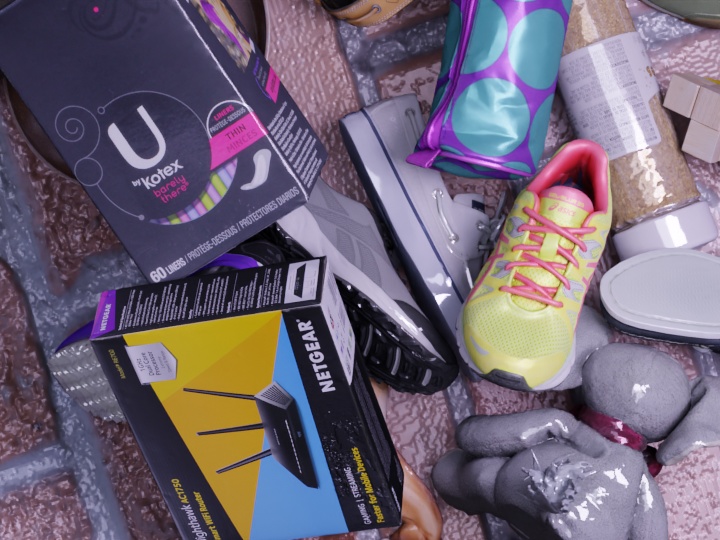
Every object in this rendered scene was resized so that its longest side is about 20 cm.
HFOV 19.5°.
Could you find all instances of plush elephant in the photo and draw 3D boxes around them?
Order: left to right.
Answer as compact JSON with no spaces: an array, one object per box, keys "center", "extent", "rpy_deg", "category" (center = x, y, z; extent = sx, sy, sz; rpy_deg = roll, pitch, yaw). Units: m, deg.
[{"center":[0.155,0.111,1.359],"extent":[0.165,0.200,0.155],"rpy_deg":[37,72,11],"category":"plush elephant"}]

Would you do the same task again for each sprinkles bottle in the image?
[{"center":[0.174,-0.102,1.402],"extent":[0.068,0.068,0.200],"rpy_deg":[-21,87,3],"category":"sprinkles bottle"}]

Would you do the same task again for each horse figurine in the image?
[{"center":[-0.022,0.104,1.418],"extent":[0.132,0.050,0.201],"rpy_deg":[-9,90,9],"category":"horse figurine"}]

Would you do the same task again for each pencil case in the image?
[{"center":[0.089,-0.158,1.343],"extent":[0.092,0.085,0.201],"rpy_deg":[9,91,-41],"category":"pencil case"}]

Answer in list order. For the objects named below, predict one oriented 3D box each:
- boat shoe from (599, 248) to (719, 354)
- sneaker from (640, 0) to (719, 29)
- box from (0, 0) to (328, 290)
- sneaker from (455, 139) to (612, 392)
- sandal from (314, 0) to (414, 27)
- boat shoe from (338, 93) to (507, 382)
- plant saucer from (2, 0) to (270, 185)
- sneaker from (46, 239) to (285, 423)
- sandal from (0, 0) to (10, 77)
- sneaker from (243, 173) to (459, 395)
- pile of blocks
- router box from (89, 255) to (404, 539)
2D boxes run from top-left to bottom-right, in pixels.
[{"center":[0.245,0.028,1.367],"extent":[0.199,0.060,0.076],"rpy_deg":[1,51,-15],"category":"boat shoe"},{"center":[0.185,-0.232,1.395],"extent":[0.200,0.090,0.067],"rpy_deg":[36,90,4],"category":"sneaker"},{"center":[-0.126,-0.109,1.308],"extent":[0.122,0.106,0.200],"rpy_deg":[-32,101,15],"category":"box"},{"center":[0.113,-0.009,1.313],"extent":[0.078,0.090,0.200],"rpy_deg":[17,45,4],"category":"sneaker"},{"center":[0.017,-0.192,1.423],"extent":[0.199,0.082,0.055],"rpy_deg":[4,110,-3],"category":"sandal"},{"center":[0.064,-0.029,1.412],"extent":[0.086,0.075,0.202],"rpy_deg":[-25,79,-6],"category":"boat shoe"},{"center":[-0.148,-0.148,1.420],"extent":[0.200,0.034,0.201],"rpy_deg":[-4,79,20],"category":"plant saucer"},{"center":[-0.121,0.034,1.405],"extent":[0.200,0.100,0.070],"rpy_deg":[-23,113,38],"category":"sneaker"},{"center":[-0.205,-0.211,1.384],"extent":[0.200,0.082,0.055],"rpy_deg":[-41,126,15],"category":"sandal"},{"center":[0.000,0.000,1.386],"extent":[0.079,0.074,0.200],"rpy_deg":[-30,64,-29],"category":"sneaker"},{"center":[0.295,-0.082,1.395],"extent":[0.199,0.082,0.062],"rpy_deg":[15,111,-1],"category":"pile of blocks"},{"center":[-0.067,0.089,1.323],"extent":[0.149,0.051,0.200],"rpy_deg":[-9,130,13],"category":"router box"}]
